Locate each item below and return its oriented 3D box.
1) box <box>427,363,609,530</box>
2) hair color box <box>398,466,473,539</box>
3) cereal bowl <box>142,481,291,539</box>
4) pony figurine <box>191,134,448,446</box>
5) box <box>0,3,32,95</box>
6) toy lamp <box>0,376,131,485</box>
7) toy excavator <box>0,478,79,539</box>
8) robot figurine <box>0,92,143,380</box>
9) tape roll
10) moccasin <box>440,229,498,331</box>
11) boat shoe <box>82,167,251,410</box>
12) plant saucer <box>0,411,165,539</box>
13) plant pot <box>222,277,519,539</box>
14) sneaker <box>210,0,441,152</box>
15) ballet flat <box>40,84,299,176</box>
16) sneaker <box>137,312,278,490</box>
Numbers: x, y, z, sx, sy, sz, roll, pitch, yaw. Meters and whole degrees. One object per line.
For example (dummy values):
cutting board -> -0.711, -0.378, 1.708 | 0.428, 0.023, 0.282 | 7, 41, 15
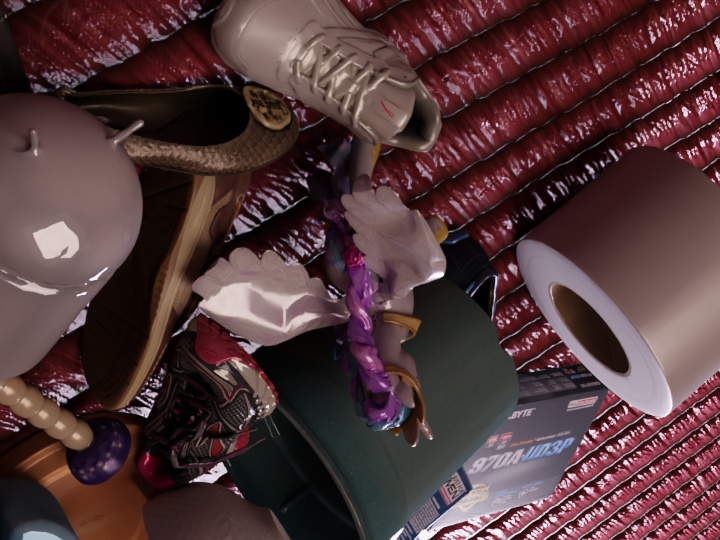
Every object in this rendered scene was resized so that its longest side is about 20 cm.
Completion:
box -> 0.153, 0.181, 1.320 | 0.199, 0.046, 0.160 | -3, 126, -42
hair color box -> -0.007, 0.219, 1.154 | 0.200, 0.100, 0.061 | -39, 142, -10
cereal bowl -> -0.080, 0.243, 0.961 | 0.083, 0.200, 0.201 | -30, 142, -6
pony figurine -> 0.000, 0.000, 0.875 | 0.166, 0.201, 0.193 | -22, 130, 23
box -> -0.279, -0.124, 0.610 | 0.198, 0.050, 0.201 | -31, 141, -22
toy lamp -> -0.230, 0.080, 0.832 | 0.058, 0.058, 0.200 | -43, 137, -4
toy excavator -> -0.254, 0.169, 0.853 | 0.193, 0.100, 0.201 | 8, 103, -31
robot figurine -> -0.193, -0.017, 0.686 | 0.200, 0.113, 0.169 | -43, 174, 36
tape roll -> 0.254, 0.010, 1.129 | 0.139, 0.203, 0.203 | -37, 143, -10
moccasin -> 0.083, 0.059, 1.117 | 0.080, 0.068, 0.201 | -29, 141, -21
boat shoe -> -0.128, 0.009, 0.865 | 0.072, 0.072, 0.201 | 0, 120, -46
plant saucer -> -0.223, 0.197, 0.980 | 0.199, 0.032, 0.201 | -26, 139, -24
plant pot -> 0.008, 0.110, 1.006 | 0.196, 0.200, 0.201 | -35, 143, -28
sneaker -> -0.009, -0.130, 0.823 | 0.199, 0.099, 0.078 | 15, 113, -50
ballet flat -> -0.122, -0.093, 0.781 | 0.199, 0.068, 0.047 | -7, 137, -33
sneaker -> -0.112, 0.102, 0.894 | 0.075, 0.081, 0.200 | -39, 163, -28
